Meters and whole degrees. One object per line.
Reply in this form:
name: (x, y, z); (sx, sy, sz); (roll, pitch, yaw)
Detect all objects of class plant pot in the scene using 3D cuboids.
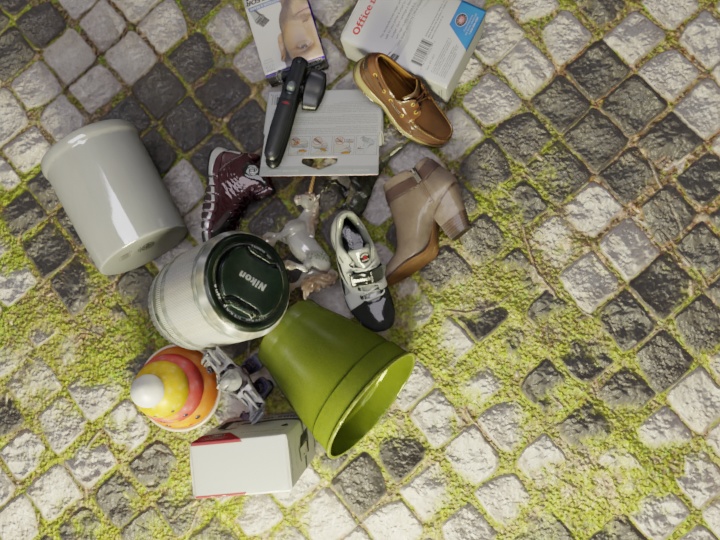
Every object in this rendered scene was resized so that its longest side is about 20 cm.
plant pot: (-0.050, 0.150, 1.137); (0.193, 0.200, 0.201); (38, 89, 21)

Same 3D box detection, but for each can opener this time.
can opener: (-0.116, -0.258, 1.176); (0.078, 0.063, 0.201); (14, 65, 12)

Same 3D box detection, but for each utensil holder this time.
utensil holder: (-0.400, -0.118, 1.203); (0.169, 0.170, 0.201); (-31, 84, 2)

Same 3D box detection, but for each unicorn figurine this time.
unicorn figurine: (-0.101, -0.049, 1.195); (0.137, 0.074, 0.201); (-21, 81, -31)

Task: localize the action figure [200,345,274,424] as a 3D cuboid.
action figure: (-0.184, 0.175, 1.130); (0.069, 0.200, 0.131); (-32, 80, 3)

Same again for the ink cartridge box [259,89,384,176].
ink cartridge box: (-0.061, -0.220, 1.210); (0.198, 0.044, 0.175); (0, 65, 6)

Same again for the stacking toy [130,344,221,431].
stacking toy: (-0.311, 0.187, 1.142); (0.145, 0.200, 0.147); (-1, 84, 6)

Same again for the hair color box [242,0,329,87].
hair color box: (-0.136, -0.433, 1.259); (0.109, 0.065, 0.201); (-18, 84, 3)

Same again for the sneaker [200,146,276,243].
sneaker: (-0.201, -0.109, 1.227); (0.115, 0.076, 0.202); (2, 84, 3)

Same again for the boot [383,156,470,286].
boot: (0.081, -0.085, 1.204); (0.199, 0.070, 0.147); (-35, 73, 6)

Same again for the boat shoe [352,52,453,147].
boat shoe: (0.077, -0.275, 1.183); (0.200, 0.067, 0.072); (38, 70, -19)

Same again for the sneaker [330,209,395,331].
sneaker: (0.000, 0.000, 1.140); (0.074, 0.089, 0.201); (-22, 83, -7)

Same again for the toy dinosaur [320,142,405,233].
toy dinosaur: (-0.012, -0.147, 1.227); (0.088, 0.047, 0.201); (30, 85, 4)

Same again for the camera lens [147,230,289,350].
camera lens: (-0.217, 0.036, 1.116); (0.199, 0.159, 0.161); (-18, 80, 47)

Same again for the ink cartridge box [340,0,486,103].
ink cartridge box: (0.088, -0.394, 1.219); (0.199, 0.084, 0.147); (28, 88, 9)

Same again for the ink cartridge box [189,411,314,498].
ink cartridge box: (-0.158, 0.275, 1.113); (0.146, 0.200, 0.084); (-6, 88, 5)
